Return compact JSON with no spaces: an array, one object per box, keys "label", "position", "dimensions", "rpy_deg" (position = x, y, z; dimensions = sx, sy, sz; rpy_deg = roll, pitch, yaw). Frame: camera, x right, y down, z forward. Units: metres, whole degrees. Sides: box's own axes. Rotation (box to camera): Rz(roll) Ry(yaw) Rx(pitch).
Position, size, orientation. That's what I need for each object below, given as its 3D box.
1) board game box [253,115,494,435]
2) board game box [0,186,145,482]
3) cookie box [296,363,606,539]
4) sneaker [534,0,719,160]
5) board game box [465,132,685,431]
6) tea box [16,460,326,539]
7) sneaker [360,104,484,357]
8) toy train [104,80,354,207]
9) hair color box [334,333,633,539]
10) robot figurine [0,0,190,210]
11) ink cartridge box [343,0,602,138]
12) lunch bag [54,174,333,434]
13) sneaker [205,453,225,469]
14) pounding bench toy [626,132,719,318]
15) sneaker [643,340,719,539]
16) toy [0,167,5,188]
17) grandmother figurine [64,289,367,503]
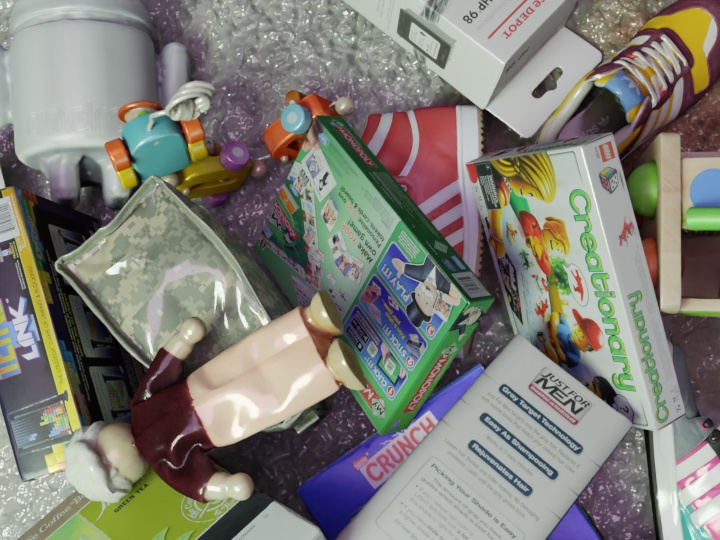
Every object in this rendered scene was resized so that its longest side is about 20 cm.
[{"label":"board game box","position":[0.000,0.000,0.727],"dimensions":[0.200,0.029,0.135],"rpy_deg":[53,131,31]},{"label":"board game box","position":[-0.225,0.049,0.753],"dimensions":[0.057,0.165,0.200],"rpy_deg":[-18,82,3]},{"label":"cookie box","position":[0.079,0.198,0.745],"dimensions":[0.171,0.075,0.200],"rpy_deg":[-34,82,2]},{"label":"sneaker","position":[0.213,-0.138,0.752],"dimensions":[0.075,0.090,0.200],"rpy_deg":[43,91,9]},{"label":"board game box","position":[0.149,0.009,0.701],"dimensions":[0.035,0.126,0.200],"rpy_deg":[-23,101,-28]},{"label":"tea box","position":[-0.096,0.241,0.651],"dimensions":[0.197,0.200,0.134],"rpy_deg":[17,48,45]},{"label":"sneaker","position":[0.040,-0.032,0.774],"dimensions":[0.112,0.071,0.200],"rpy_deg":[1,77,3]},{"label":"toy train","position":[-0.105,-0.112,0.759],"dimensions":[0.150,0.200,0.056],"rpy_deg":[-35,70,27]},{"label":"hair color box","position":[0.077,0.147,0.646],"dimensions":[0.100,0.061,0.200],"rpy_deg":[39,64,14]},{"label":"robot figurine","position":[-0.221,-0.150,0.798],"dimensions":[0.169,0.113,0.200],"rpy_deg":[-3,84,-20]},{"label":"ink cartridge box","position":[0.091,-0.211,0.769],"dimensions":[0.200,0.067,0.116],"rpy_deg":[39,68,9]},{"label":"lunch bag","position":[-0.105,0.049,0.738],"dimensions":[0.118,0.164,0.200],"rpy_deg":[-44,81,-3]},{"label":"sneaker","position":[-0.169,0.231,0.770],"dimensions":[0.078,0.082,0.200],"rpy_deg":[36,89,9]},{"label":"pounding bench toy","position":[0.263,-0.031,0.680],"dimensions":[0.156,0.200,0.124],"rpy_deg":[1,85,7]},{"label":"sneaker","position":[0.273,0.145,0.719],"dimensions":[0.121,0.084,0.200],"rpy_deg":[-7,91,12]},{"label":"toy","position":[-0.322,-0.003,0.828],"dimensions":[0.115,0.047,0.200],"rpy_deg":[-17,83,12]},{"label":"grandmother figurine","position":[-0.097,0.091,0.623],"dimensions":[0.200,0.061,0.121],"rpy_deg":[-26,55,7]}]
